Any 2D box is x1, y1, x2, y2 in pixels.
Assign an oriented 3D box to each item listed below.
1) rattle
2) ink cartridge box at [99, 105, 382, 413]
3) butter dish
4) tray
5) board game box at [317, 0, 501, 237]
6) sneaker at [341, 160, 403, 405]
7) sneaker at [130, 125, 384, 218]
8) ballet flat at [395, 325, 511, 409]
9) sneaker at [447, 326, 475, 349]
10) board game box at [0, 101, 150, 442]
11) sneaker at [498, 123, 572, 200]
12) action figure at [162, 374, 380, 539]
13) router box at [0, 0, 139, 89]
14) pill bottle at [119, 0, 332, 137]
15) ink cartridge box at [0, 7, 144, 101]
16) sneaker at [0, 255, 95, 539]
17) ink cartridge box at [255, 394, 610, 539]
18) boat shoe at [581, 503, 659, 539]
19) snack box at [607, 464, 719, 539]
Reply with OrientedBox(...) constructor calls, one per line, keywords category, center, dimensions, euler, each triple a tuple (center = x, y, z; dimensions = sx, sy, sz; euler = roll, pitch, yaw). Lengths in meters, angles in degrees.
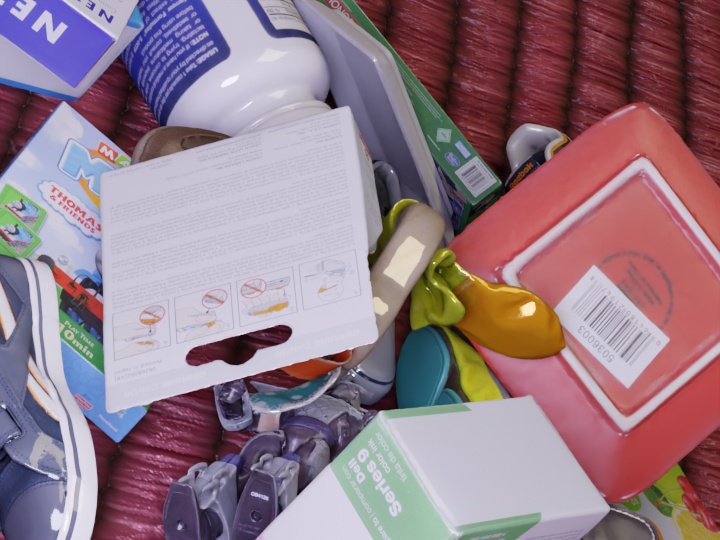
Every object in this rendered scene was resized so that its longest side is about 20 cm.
OrientedBox(category="rattle", center=(0.029, 0.055, 1.553), dimensions=(0.143, 0.130, 0.200), euler=(51, 19, -12))
OrientedBox(category="ink cartridge box", center=(-0.066, 0.002, 1.522), dimensions=(0.050, 0.162, 0.200), euler=(67, 11, -45))
OrientedBox(category="butter dish", center=(0.154, 0.028, 1.733), dimensions=(0.199, 0.148, 0.200), euler=(-38, 91, -19))
OrientedBox(category="tray", center=(0.016, -0.101, 1.811), dimensions=(0.107, 0.022, 0.200), euler=(41, -18, 43))
OrientedBox(category="board game box", center=(0.023, -0.109, 1.886), dimensions=(0.200, 0.029, 0.135), euler=(52, -10, 11))
OrientedBox(category="sneaker", center=(0.000, 0.000, 1.760), dimensions=(0.073, 0.071, 0.200), euler=(26, 35, -29))
OrientedBox(category="sneaker", center=(-0.044, -0.042, 1.655), dimensions=(0.200, 0.075, 0.071), euler=(24, 69, -26))
OrientedBox(category="ballet flat", center=(0.067, 0.090, 1.654), dimensions=(0.067, 0.067, 0.200), euler=(22, 12, -13))
OrientedBox(category="sneaker", center=(0.130, 0.073, 1.838), dimensions=(0.200, 0.086, 0.080), euler=(32, 61, 11))
OrientedBox(category="board game box", center=(-0.164, -0.004, 1.600), dimensions=(0.151, 0.037, 0.200), euler=(40, 30, -8))
OrientedBox(category="sneaker", center=(0.149, -0.038, 1.986), dimensions=(0.079, 0.078, 0.200), euler=(35, 20, -26))
OrientedBox(category="action figure", center=(-0.038, 0.105, 1.559), dimensions=(0.130, 0.070, 0.200), euler=(5, 22, 22))
OrientedBox(category="router box", center=(-0.217, -0.227, 1.628), dimensions=(0.200, 0.049, 0.180), euler=(36, 34, -13))
OrientedBox(category="pill bottle", center=(-0.090, -0.138, 1.770), dimensions=(0.120, 0.120, 0.200), euler=(1, 52, -50))
OrientedBox(category="ink cartridge box", center=(-0.243, -0.222, 1.719), dimensions=(0.146, 0.084, 0.200), euler=(13, 43, -41))
OrientedBox(category="sneaker", center=(-0.197, 0.075, 1.414), dimensions=(0.079, 0.078, 0.200), euler=(11, 43, -32))
OrientedBox(category="ink cartridge box", center=(0.015, 0.164, 1.454), dimensions=(0.145, 0.200, 0.088), euler=(-3, 51, -51))
OrientedBox(category="boat shoe", center=(0.095, 0.160, 1.628), dimensions=(0.199, 0.065, 0.072), euler=(9, 52, -13))
OrientedBox(category="snack box", center=(0.169, 0.192, 1.752), dimensions=(0.200, 0.053, 0.142), euler=(1, 51, -49))
